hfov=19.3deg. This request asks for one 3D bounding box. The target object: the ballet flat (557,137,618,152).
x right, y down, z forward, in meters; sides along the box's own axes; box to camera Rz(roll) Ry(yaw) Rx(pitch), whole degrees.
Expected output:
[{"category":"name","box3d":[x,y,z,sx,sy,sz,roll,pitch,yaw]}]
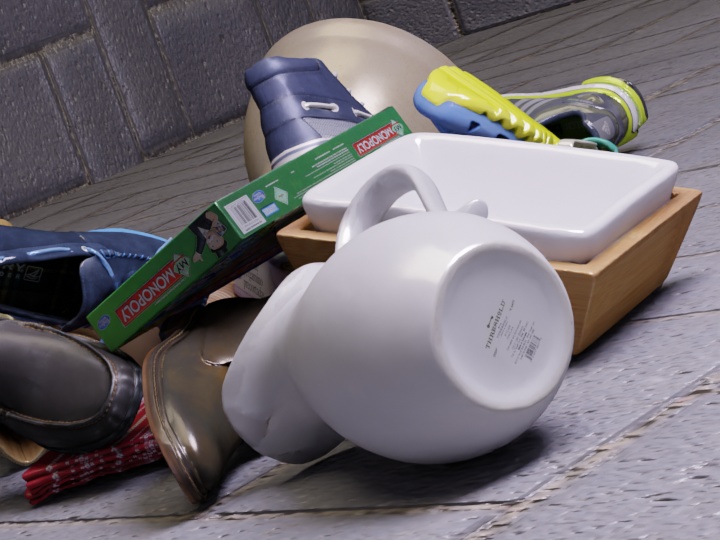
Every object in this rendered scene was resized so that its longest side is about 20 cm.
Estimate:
[{"category":"ballet flat","box3d":[0.140,-0.053,1.486,0.067,0.071,0.200,-10,13,22]}]

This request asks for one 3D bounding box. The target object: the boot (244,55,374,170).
[{"category":"boot","box3d":[-0.010,-0.107,1.540,0.073,0.091,0.200,-25,-11,23]}]

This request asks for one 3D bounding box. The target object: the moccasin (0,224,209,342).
[{"category":"moccasin","box3d":[-0.189,0.016,1.378,0.199,0.081,0.068,2,25,-25]}]

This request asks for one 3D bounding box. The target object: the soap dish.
[{"category":"soap dish","box3d":[0.077,-0.017,1.224,0.199,0.082,0.157,7,22,29]}]

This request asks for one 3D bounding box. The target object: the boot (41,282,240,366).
[{"category":"boot","box3d":[-0.139,0.041,1.545,0.199,0.077,0.155,-22,3,30]}]

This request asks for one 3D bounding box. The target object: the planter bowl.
[{"category":"planter bowl","box3d":[-0.011,-0.085,1.718,0.200,0.200,0.135,-15,35,31]}]

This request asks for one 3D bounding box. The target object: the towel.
[{"category":"towel","box3d":[-0.104,0.091,1.324,0.199,0.023,0.145,-18,9,14]}]

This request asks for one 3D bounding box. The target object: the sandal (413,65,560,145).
[{"category":"sandal","box3d":[0.098,-0.082,1.571,0.087,0.200,0.079,-50,49,7]}]

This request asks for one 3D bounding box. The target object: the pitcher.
[{"category":"pitcher","box3d":[0.025,0.014,1.067,0.200,0.121,0.172,-12,55,60]}]

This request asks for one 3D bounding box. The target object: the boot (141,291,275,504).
[{"category":"boot","box3d":[-0.064,0.057,1.195,0.097,0.075,0.200,-23,22,8]}]

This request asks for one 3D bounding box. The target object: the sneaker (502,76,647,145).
[{"category":"sneaker","box3d":[0.144,-0.115,1.830,0.199,0.074,0.081,-16,13,35]}]

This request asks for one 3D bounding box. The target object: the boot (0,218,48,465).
[{"category":"boot","box3d":[-0.256,0.086,1.473,0.073,0.200,0.156,-2,42,-27]}]

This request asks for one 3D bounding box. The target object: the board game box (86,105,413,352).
[{"category":"board game box","box3d":[-0.063,-0.028,1.293,0.135,0.029,0.200,-40,-4,38]}]

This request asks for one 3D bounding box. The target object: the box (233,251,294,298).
[{"category":"box","box3d":[-0.035,0.015,1.377,0.041,0.039,0.200,-5,14,-20]}]

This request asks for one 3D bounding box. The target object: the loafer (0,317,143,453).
[{"category":"loafer","box3d":[-0.210,0.064,1.292,0.200,0.073,0.072,5,-18,46]}]
